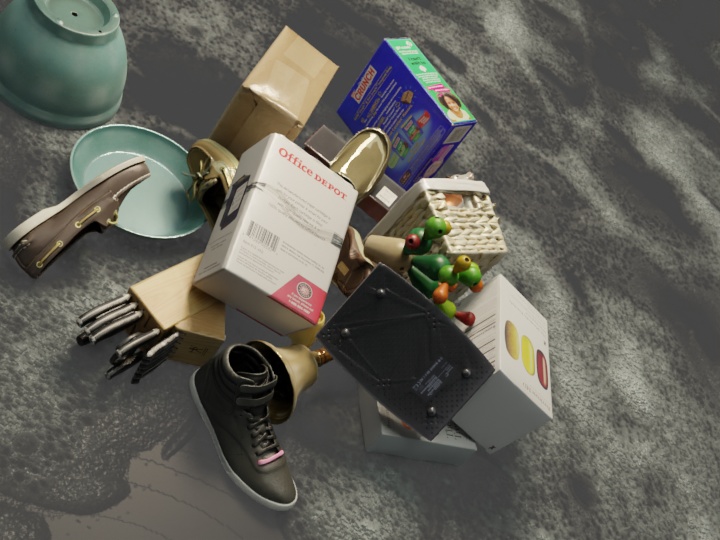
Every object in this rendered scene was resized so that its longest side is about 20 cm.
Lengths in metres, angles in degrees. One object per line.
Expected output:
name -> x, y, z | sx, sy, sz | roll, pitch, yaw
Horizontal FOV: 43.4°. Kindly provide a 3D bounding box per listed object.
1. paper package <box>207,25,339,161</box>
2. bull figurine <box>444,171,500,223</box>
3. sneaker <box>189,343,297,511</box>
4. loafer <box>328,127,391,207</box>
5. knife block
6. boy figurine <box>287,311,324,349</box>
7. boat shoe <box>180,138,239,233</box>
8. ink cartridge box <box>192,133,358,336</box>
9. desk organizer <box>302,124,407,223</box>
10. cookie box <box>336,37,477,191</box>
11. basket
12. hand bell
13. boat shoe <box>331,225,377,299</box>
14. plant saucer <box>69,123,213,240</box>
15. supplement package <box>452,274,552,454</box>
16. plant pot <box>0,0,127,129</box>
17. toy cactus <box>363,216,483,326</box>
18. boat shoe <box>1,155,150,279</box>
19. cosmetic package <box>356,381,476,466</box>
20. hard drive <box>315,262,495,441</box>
paper package -> -0.139, -0.225, 1.323 | 0.103, 0.191, 0.201 | 34, 40, -11
bull figurine -> 0.161, -0.099, 1.519 | 0.120, 0.066, 0.200 | 18, 39, 29
sneaker -> -0.121, 0.173, 1.036 | 0.070, 0.099, 0.201 | -15, 64, -46
loafer -> -0.017, -0.131, 1.327 | 0.076, 0.067, 0.201 | 35, 75, -2
knife block -> -0.251, 0.043, 1.086 | 0.173, 0.064, 0.202 | 18, 44, -24
boy figurine -> -0.097, 0.017, 1.229 | 0.123, 0.065, 0.202 | 14, 42, -30
boat shoe -> -0.184, -0.095, 1.201 | 0.062, 0.074, 0.201 | -11, 58, -45
ink cartridge box -> -0.102, -0.044, 1.130 | 0.144, 0.084, 0.202 | 33, 58, -28
desk organizer -> -0.011, -0.125, 1.416 | 0.199, 0.077, 0.072 | 38, 40, -1
cookie box -> 0.075, -0.263, 1.538 | 0.075, 0.172, 0.201 | -16, 63, -47
basket -> 0.103, -0.026, 1.323 | 0.134, 0.200, 0.125 | -2, 60, -37
hand bell -> -0.048, 0.109, 1.142 | 0.199, 0.104, 0.105 | -20, 66, -44
boat shoe -> -0.004, 0.005, 1.285 | 0.075, 0.075, 0.203 | 39, 14, -27
plant saucer -> -0.296, -0.112, 1.219 | 0.198, 0.036, 0.202 | 21, 44, -21
supplement package -> 0.185, 0.125, 1.236 | 0.114, 0.109, 0.201 | 41, 32, -21
plant pot -> -0.407, -0.315, 1.248 | 0.198, 0.135, 0.202 | 21, 43, -21
toy cactus -> 0.078, 0.001, 1.175 | 0.163, 0.201, 0.103 | 19, 69, 25
boat shoe -> -0.331, -0.067, 1.092 | 0.199, 0.072, 0.060 | -39, 96, -27
cosmetic package -> 0.068, 0.157, 1.235 | 0.149, 0.052, 0.202 | 12, 46, -25
hard drive -> 0.054, 0.099, 1.116 | 0.200, 0.135, 0.042 | 42, 3, -10
